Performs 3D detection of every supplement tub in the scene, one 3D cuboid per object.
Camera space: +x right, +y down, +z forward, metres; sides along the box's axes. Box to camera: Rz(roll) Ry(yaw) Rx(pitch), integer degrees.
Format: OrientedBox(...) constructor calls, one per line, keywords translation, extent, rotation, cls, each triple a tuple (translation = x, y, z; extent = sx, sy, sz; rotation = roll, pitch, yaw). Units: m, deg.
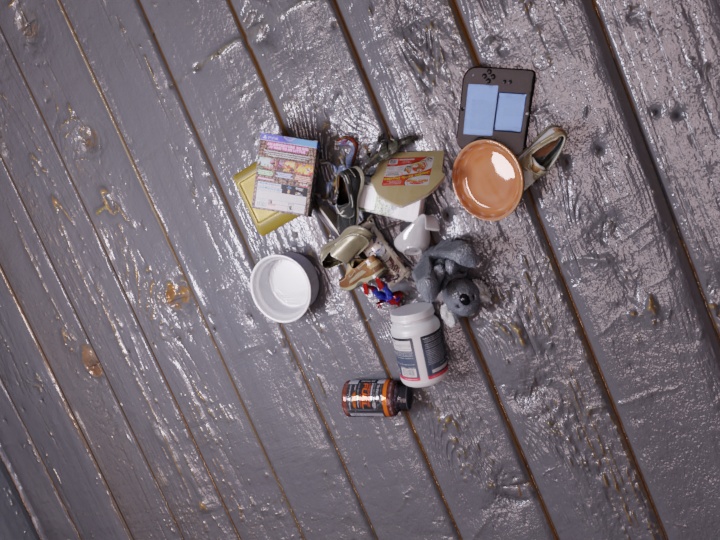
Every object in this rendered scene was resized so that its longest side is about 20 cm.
OrientedBox(translation=(0.050, 0.372, 1.612), extent=(0.196, 0.107, 0.109), rotation=(-6, 101, 20), cls="supplement tub")
OrientedBox(translation=(0.160, 0.202, 1.512), extent=(0.137, 0.140, 0.205), rotation=(-9, 100, 21), cls="supplement tub")

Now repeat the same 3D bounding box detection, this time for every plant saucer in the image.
OrientedBox(translation=(0.321, -0.226, 1.376), extent=(0.198, 0.037, 0.204), rotation=(21, 123, 36), cls="plant saucer")
OrientedBox(translation=(-0.268, -0.227, 1.611), extent=(0.197, 0.048, 0.203), rotation=(-25, 94, 22), cls="plant saucer")

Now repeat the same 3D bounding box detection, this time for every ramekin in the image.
OrientedBox(translation=(-0.217, 0.043, 1.630), extent=(0.196, 0.098, 0.205), rotation=(5, 104, 19), cls="ramekin")

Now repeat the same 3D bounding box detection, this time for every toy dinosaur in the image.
OrientedBox(translation=(0.055, -0.311, 1.454), extent=(0.199, 0.048, 0.088), rotation=(-39, 46, -1), cls="toy dinosaur")
OrientedBox(translation=(-0.054, -0.269, 1.526), extent=(0.104, 0.200, 0.183), rotation=(28, 80, 33), cls="toy dinosaur")

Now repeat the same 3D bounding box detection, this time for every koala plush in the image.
OrientedBox(translation=(0.246, 0.037, 1.447), extent=(0.177, 0.184, 0.201), rotation=(-39, 106, 3), cls="koala plush")

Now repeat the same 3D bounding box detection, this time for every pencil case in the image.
OrientedBox(translation=(0.057, -0.051, 1.518), extent=(0.201, 0.077, 0.089), rotation=(53, 153, 2), cls="pencil case")

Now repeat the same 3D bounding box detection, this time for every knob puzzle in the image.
OrientedBox(translation=(0.121, -0.228, 1.415), extent=(0.215, 0.223, 0.031), rotation=(2, 141, 19), cls="knob puzzle")

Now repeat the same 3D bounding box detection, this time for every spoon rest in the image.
OrientedBox(translation=(0.152, -0.094, 1.438), extent=(0.097, 0.200, 0.062), rotation=(6, 70, -14), cls="spoon rest")

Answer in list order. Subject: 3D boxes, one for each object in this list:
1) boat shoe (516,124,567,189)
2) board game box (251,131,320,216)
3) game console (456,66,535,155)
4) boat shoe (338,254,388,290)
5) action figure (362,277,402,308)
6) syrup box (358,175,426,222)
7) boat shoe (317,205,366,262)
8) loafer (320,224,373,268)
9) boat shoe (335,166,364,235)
OrientedBox(translation=(0.420, -0.261, 1.341), extent=(0.074, 0.069, 0.202), rotation=(30, 113, -10), cls="boat shoe")
OrientedBox(translation=(-0.201, -0.259, 1.513), extent=(0.156, 0.097, 0.205), rotation=(9, 95, 0), cls="board game box")
OrientedBox(translation=(0.333, -0.395, 1.368), extent=(0.173, 0.031, 0.205), rotation=(9, 106, 17), cls="game console")
OrientedBox(translation=(0.000, 0.000, 1.512), extent=(0.199, 0.075, 0.075), rotation=(-21, 101, 54), cls="boat shoe")
OrientedBox(translation=(0.071, 0.069, 1.490), extent=(0.065, 0.199, 0.053), rotation=(-26, 68, 17), cls="action figure")
OrientedBox(translation=(0.077, -0.193, 1.478), extent=(0.196, 0.081, 0.080), rotation=(14, 110, 15), cls="syrup box")
OrientedBox(translation=(-0.065, -0.090, 1.559), extent=(0.062, 0.073, 0.201), rotation=(-36, 95, 23), cls="boat shoe")
OrientedBox(translation=(-0.039, -0.055, 1.473), extent=(0.075, 0.069, 0.199), rotation=(28, 144, -27), cls="loafer")
OrientedBox(translation=(-0.042, -0.173, 1.446), extent=(0.071, 0.067, 0.203), rotation=(34, 132, 30), cls="boat shoe")
